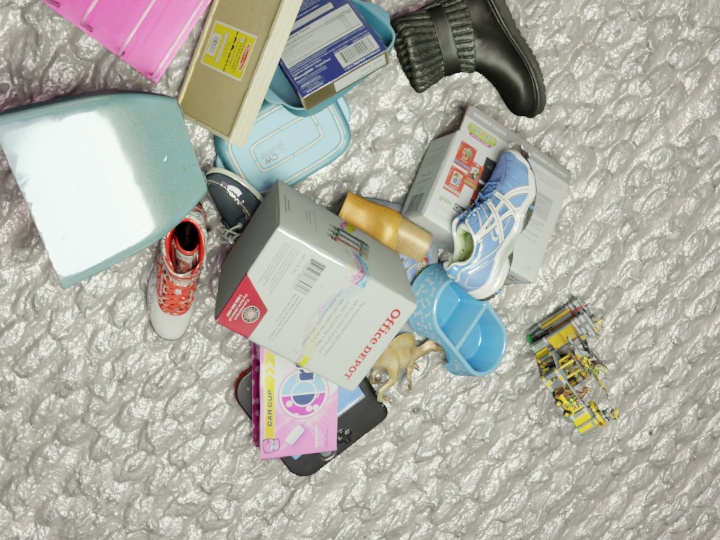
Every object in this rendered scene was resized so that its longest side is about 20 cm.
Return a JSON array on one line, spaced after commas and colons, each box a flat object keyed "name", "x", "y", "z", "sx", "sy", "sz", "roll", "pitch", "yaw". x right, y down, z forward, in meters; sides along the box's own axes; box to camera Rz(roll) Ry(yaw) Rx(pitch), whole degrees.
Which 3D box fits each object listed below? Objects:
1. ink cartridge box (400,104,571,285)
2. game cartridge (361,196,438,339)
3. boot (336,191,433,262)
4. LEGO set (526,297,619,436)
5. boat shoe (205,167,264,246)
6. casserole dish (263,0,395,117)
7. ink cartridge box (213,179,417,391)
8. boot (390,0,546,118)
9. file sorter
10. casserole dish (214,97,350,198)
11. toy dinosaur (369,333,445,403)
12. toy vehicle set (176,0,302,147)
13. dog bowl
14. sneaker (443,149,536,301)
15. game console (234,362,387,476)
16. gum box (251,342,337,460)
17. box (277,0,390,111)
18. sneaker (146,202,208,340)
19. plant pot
[{"name": "ink cartridge box", "x": 0.179, "y": -0.103, "z": 1.093, "sx": 0.198, "sy": 0.084, "sz": 0.178, "roll": 29, "pitch": 76, "yaw": -19}, {"name": "game cartridge", "x": 0.044, "y": 0.002, "z": 1.129, "sx": 0.131, "sy": 0.042, "sz": 0.204, "roll": 9, "pitch": 103, "yaw": -11}, {"name": "boot", "x": 0.000, "y": 0.000, "z": 1.073, "sx": 0.142, "sy": 0.071, "sz": 0.203, "roll": 23, "pitch": 113, "yaw": -2}, {"name": "LEGO set", "x": 0.336, "y": 0.135, "z": 1.156, "sx": 0.115, "sy": 0.200, "sz": 0.155, "roll": -35, "pitch": 98, "yaw": 17}, {"name": "boat shoe", "x": -0.149, "y": -0.047, "z": 1.033, "sx": 0.062, "sy": 0.074, "sz": 0.201, "roll": -58, "pitch": 133, "yaw": -31}, {"name": "casserole dish", "x": -0.045, "y": -0.269, "z": 0.990, "sx": 0.199, "sy": 0.121, "sz": 0.039, "roll": -39, "pitch": 155, "yaw": -13}, {"name": "ink cartridge box", "x": -0.056, "y": 0.019, "z": 0.951, "sx": 0.198, "sy": 0.145, "sz": 0.146, "roll": 31, "pitch": 110, "yaw": -20}, {"name": "boot", "x": 0.144, "y": -0.273, "z": 1.047, "sx": 0.157, "sy": 0.079, "sz": 0.213, "roll": -32, "pitch": 100, "yaw": -10}, {"name": "file sorter", "x": -0.287, "y": -0.335, "z": 0.904, "sx": 0.199, "sy": 0.125, "sz": 0.140, "roll": 35, "pitch": 95, "yaw": -20}, {"name": "casserole dish", "x": -0.101, "y": -0.173, "z": 1.034, "sx": 0.198, "sy": 0.039, "sz": 0.122, "roll": -30, "pitch": 110, "yaw": -3}, {"name": "toy dinosaur", "x": 0.044, "y": 0.137, "z": 1.139, "sx": 0.198, "sy": 0.058, "sz": 0.102, "roll": -7, "pitch": 125, "yaw": -41}, {"name": "toy vehicle set", "x": -0.154, "y": -0.269, "z": 0.960, "sx": 0.026, "sy": 0.123, "sz": 0.203, "roll": 10, "pitch": 107, "yaw": -54}, {"name": "dog bowl", "x": 0.149, "y": 0.079, "z": 1.137, "sx": 0.112, "sy": 0.049, "sz": 0.200, "roll": -52, "pitch": 124, "yaw": -18}, {"name": "sneaker", "x": 0.167, "y": -0.066, "z": 0.997, "sx": 0.076, "sy": 0.075, "sz": 0.203, "roll": 23, "pitch": 77, "yaw": -26}, {"name": "game console", "x": -0.074, "y": 0.194, "z": 1.157, "sx": 0.176, "sy": 0.031, "sz": 0.201, "roll": -34, "pitch": 111, "yaw": -2}, {"name": "gum box", "x": -0.093, "y": 0.165, "z": 1.096, "sx": 0.111, "sy": 0.066, "sz": 0.204, "roll": -3, "pitch": 102, "yaw": -18}, {"name": "box", "x": -0.062, "y": -0.304, "z": 0.966, "sx": 0.120, "sy": 0.032, "sz": 0.202, "roll": -29, "pitch": 66, "yaw": -3}, {"name": "sneaker", "x": -0.244, "y": 0.010, "z": 1.022, "sx": 0.066, "sy": 0.108, "sz": 0.205, "roll": 10, "pitch": 103, "yaw": -15}, {"name": "plant pot", "x": -0.299, "y": -0.124, "z": 0.935, "sx": 0.197, "sy": 0.196, "sz": 0.199, "roll": -22, "pitch": 110, "yaw": -15}]
